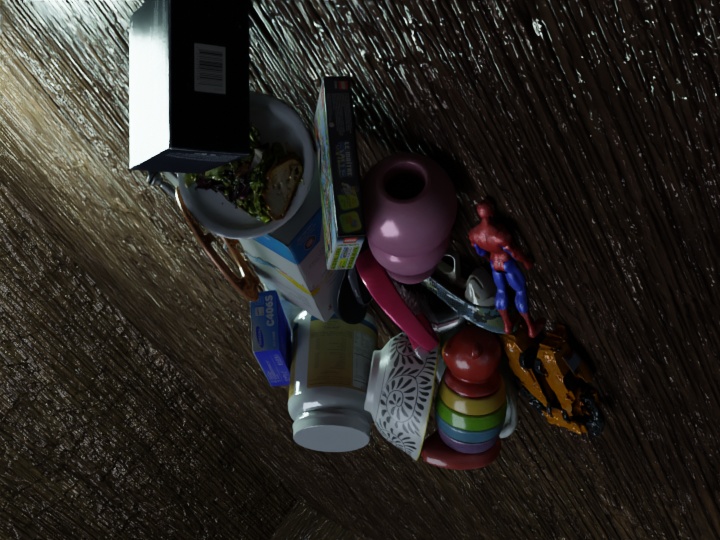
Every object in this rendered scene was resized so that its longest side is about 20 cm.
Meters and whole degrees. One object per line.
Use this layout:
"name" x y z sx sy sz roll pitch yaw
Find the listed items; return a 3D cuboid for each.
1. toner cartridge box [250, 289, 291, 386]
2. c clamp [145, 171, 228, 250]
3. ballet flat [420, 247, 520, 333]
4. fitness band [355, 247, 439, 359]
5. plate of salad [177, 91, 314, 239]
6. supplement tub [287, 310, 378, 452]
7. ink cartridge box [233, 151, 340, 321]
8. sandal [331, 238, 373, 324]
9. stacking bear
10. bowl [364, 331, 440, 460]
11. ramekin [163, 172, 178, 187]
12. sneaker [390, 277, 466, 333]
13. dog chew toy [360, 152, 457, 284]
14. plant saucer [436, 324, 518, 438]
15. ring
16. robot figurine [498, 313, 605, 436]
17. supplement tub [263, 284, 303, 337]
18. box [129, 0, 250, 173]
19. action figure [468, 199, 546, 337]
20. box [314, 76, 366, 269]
"toner cartridge box" -0.139 0.112 1.474 0.042 0.097 0.201 -7 158 0
"c clamp" -0.276 -0.114 1.468 0.199 0.027 0.171 42 159 -6
"ballet flat" 0.133 0.012 1.248 0.198 0.075 0.075 31 158 14
"fitness band" 0.046 0.042 1.245 0.144 0.037 0.200 51 -176 -16
"plate of salad" -0.159 -0.144 1.246 0.198 0.202 0.048 34 -179 14
"supplement tub" -0.043 0.172 1.478 0.141 0.204 0.146 1 151 1
"ink cartridge box" -0.082 -0.057 1.355 0.143 0.148 0.201 29 157 30
"sandal" 0.000 0.000 1.340 0.042 0.076 0.204 30 132 30
"stacking bear" 0.154 0.170 1.312 0.111 0.122 0.204 13 124 18
"bowl" 0.057 0.172 1.378 0.092 0.205 0.202 9 156 1
"ramekin" -0.240 -0.181 1.450 0.198 0.098 0.201 34 159 15
"sneaker" 0.081 0.023 1.343 0.116 0.076 0.199 51 158 -20
"dog chew toy" 0.060 -0.054 1.151 0.123 0.125 0.201 31 158 21
"plant saucer" 0.184 0.158 1.425 0.200 0.050 0.203 44 151 33
"ring" -0.202 -0.043 1.344 0.202 0.019 0.201 56 -175 -7
"robot figurine" 0.273 0.152 1.292 0.144 0.058 0.201 17 148 47
"supplement tub" -0.084 0.053 1.608 0.130 0.133 0.201 27 156 30
"box" -0.214 -0.233 1.145 0.102 0.205 0.181 0 179 -29
"action figure" 0.179 -0.006 1.151 0.065 0.052 0.202 12 141 41
"box" -0.026 -0.116 1.113 0.034 0.205 0.110 -2 161 -9
